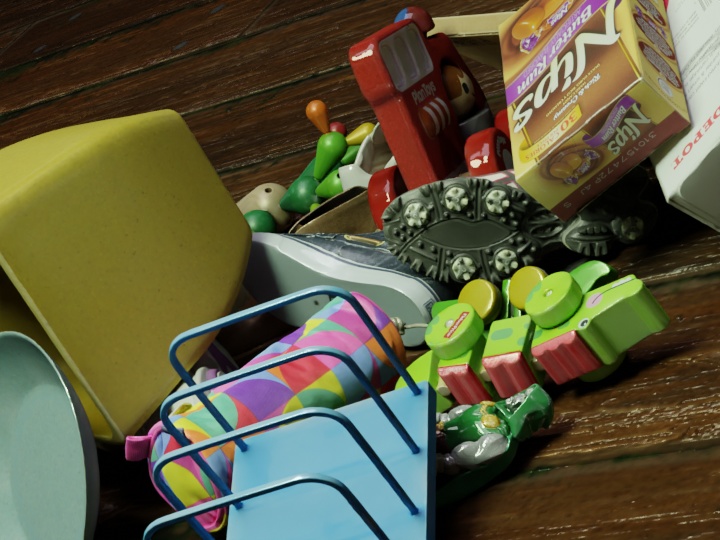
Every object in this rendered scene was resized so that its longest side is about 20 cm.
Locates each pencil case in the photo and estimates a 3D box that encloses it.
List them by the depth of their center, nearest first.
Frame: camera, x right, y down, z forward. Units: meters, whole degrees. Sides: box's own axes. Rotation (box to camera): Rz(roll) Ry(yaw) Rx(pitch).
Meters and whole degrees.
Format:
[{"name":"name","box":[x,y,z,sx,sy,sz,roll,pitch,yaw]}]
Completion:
[{"name":"pencil case","box":[-0.058,0.092,1.391,0.199,0.089,0.088,-32,19,-35]}]

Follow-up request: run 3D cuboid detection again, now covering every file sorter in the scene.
[{"name":"file sorter","box":[-0.044,0.130,1.189,0.138,0.123,0.201,-19,42,21]}]

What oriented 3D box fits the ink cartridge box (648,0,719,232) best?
[{"name":"ink cartridge box","box":[0.262,-0.132,1.408,0.146,0.083,0.201,-52,24,24]}]

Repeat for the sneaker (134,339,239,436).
[{"name":"sneaker","box":[-0.125,0.112,1.506,0.099,0.075,0.200,-41,16,2]}]

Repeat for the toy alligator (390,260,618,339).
[{"name":"toy alligator","box":[0.087,0.041,1.403,0.199,0.059,0.055,-16,65,31]}]

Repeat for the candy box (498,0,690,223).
[{"name":"candy box","box":[0.160,-0.139,1.439,0.116,0.056,0.201,-39,30,26]}]

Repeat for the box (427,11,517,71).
[{"name":"box","box":[0.171,-0.174,1.662,0.199,0.162,0.021,5,80,56]}]

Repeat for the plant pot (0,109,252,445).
[{"name":"plant pot","box":[-0.197,-0.014,1.513,0.200,0.195,0.195,-42,21,-27]}]

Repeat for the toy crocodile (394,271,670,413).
[{"name":"toy crocodile","box":[0.105,0.054,1.327,0.199,0.068,0.062,-19,33,30]}]

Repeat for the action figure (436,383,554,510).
[{"name":"action figure","box":[0.030,0.120,1.296,0.198,0.055,0.118,-23,22,8]}]

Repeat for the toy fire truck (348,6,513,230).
[{"name":"toy fire truck","box":[0.061,-0.121,1.614,0.111,0.169,0.200,-19,10,24]}]

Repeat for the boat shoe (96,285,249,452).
[{"name":"boat shoe","box":[-0.166,0.063,1.642,0.066,0.075,0.200,7,50,42]}]

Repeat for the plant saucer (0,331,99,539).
[{"name":"plant saucer","box":[-0.225,0.142,1.430,0.038,0.203,0.200,-3,2,-38]}]

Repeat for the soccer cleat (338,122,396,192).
[{"name":"soccer cleat","box":[0.048,-0.106,1.743,0.069,0.078,0.200,-11,28,39]}]

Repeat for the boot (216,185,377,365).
[{"name":"boot","box":[-0.054,0.005,1.629,0.199,0.076,0.074,-34,24,-8]}]

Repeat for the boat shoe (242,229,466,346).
[{"name":"boat shoe","box":[0.000,0.000,1.555,0.199,0.071,0.091,16,40,36]}]

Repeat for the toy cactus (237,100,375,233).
[{"name":"toy cactus","box":[-0.066,-0.065,1.800,0.164,0.102,0.201,-17,31,54]}]

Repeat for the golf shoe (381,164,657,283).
[{"name":"golf shoe","box":[0.113,-0.039,1.493,0.198,0.078,0.088,-6,14,-1]}]
